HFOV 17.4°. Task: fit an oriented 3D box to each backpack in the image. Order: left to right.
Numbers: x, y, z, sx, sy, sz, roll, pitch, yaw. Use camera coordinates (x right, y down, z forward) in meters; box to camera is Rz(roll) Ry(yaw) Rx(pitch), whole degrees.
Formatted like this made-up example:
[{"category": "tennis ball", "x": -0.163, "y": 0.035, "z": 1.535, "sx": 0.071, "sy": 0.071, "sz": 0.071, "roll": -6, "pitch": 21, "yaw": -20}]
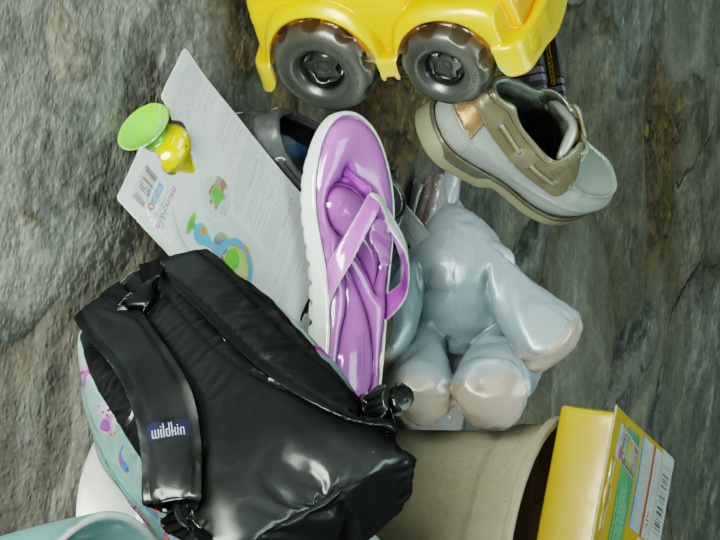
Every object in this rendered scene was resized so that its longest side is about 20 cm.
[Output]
[{"category": "backpack", "x": -0.083, "y": 0.088, "z": 1.342, "sx": 0.167, "sy": 0.200, "sz": 0.127, "roll": -24, "pitch": 145, "yaw": -27}]

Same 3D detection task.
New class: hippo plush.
[{"category": "hippo plush", "x": 0.060, "y": 0.038, "z": 1.711, "sx": 0.200, "sy": 0.159, "sz": 0.161, "roll": 59, "pitch": -7, "yaw": 14}]

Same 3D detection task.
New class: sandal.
[{"category": "sandal", "x": 0.005, "y": 0.000, "z": 1.502, "sx": 0.082, "sy": 0.050, "sz": 0.203, "roll": -4, "pitch": 94, "yaw": -51}]

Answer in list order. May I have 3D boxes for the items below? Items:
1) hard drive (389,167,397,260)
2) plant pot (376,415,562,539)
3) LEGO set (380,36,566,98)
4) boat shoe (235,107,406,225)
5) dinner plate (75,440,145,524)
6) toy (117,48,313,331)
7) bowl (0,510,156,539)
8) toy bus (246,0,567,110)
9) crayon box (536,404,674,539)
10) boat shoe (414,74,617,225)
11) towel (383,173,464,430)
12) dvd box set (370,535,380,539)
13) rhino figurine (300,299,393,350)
[{"category": "hard drive", "x": -0.026, "y": 0.011, "z": 1.668, "sx": 0.200, "sy": 0.038, "sz": 0.140, "roll": -37, "pitch": 131, "yaw": -60}, {"category": "plant pot", "x": 0.052, "y": 0.194, "z": 1.726, "sx": 0.200, "sy": 0.183, "sz": 0.200, "roll": 7, "pitch": 90, "yaw": -69}, {"category": "LEGO set", "x": 0.069, "y": -0.153, "z": 1.699, "sx": 0.200, "sy": 0.154, "sz": 0.116, "roll": 27, "pitch": 54, "yaw": -75}, {"category": "boat shoe", "x": -0.019, "y": -0.066, "z": 1.557, "sx": 0.200, "sy": 0.066, "sz": 0.070, "roll": 26, "pitch": 57, "yaw": -50}, {"category": "dinner plate", "x": -0.080, "y": 0.158, "z": 1.430, "sx": 0.200, "sy": 0.024, "sz": 0.200, "roll": 15, "pitch": 62, "yaw": -31}, {"category": "toy", "x": -0.090, "y": -0.029, "z": 1.450, "sx": 0.200, "sy": 0.047, "sz": 0.115, "roll": 54, "pitch": 45, "yaw": -44}, {"category": "bowl", "x": -0.184, "y": 0.221, "z": 1.234, "sx": 0.201, "sy": 0.105, "sz": 0.201, "roll": 3, "pitch": 90, "yaw": -66}, {"category": "toy bus", "x": 0.015, "y": -0.215, "z": 1.494, "sx": 0.136, "sy": 0.200, "sz": 0.192, "roll": -63, "pitch": 144, "yaw": -42}, {"category": "crayon box", "x": 0.175, "y": 0.174, "z": 1.712, "sx": 0.200, "sy": 0.052, "sz": 0.126, "roll": 41, "pitch": 59, "yaw": -66}, {"category": "boat shoe", "x": 0.127, "y": -0.085, "z": 1.649, "sx": 0.200, "sy": 0.068, "sz": 0.075, "roll": 14, "pitch": 53, "yaw": -49}, {"category": "towel", "x": 0.058, "y": 0.046, "z": 1.903, "sx": 0.191, "sy": 0.032, "sz": 0.200, "roll": 52, "pitch": 49, "yaw": -60}, {"category": "dvd box set", "x": -0.044, "y": 0.203, "z": 1.527, "sx": 0.146, "sy": 0.029, "sz": 0.200, "roll": 46, "pitch": 25, "yaw": -11}, {"category": "rhino figurine", "x": -0.056, "y": 0.058, "z": 1.531, "sx": 0.200, "sy": 0.060, "sz": 0.087, "roll": -15, "pitch": 120, "yaw": -40}]
